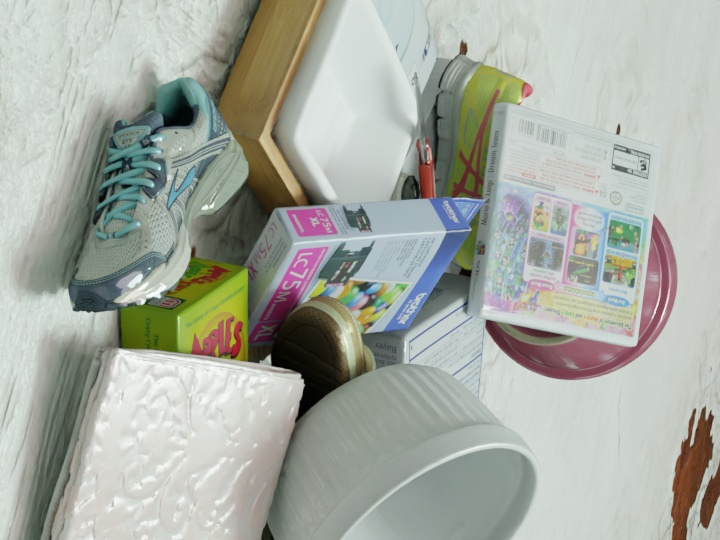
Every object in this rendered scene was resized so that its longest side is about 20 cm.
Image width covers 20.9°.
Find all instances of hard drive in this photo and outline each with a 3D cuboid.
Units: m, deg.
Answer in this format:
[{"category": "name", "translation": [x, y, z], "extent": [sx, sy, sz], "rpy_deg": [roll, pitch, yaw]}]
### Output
[{"category": "hard drive", "translation": [0.068, -0.075, 1.778], "extent": [0.201, 0.025, 0.133], "rpy_deg": [75, 34, -46]}]

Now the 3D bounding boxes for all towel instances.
[{"category": "towel", "translation": [-0.130, 0.154, 1.307], "extent": [0.190, 0.032, 0.202], "rpy_deg": [14, 94, -48]}]

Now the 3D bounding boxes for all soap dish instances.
[{"category": "soap dish", "translation": [-0.032, -0.114, 1.454], "extent": [0.200, 0.080, 0.159], "rpy_deg": [60, 45, -57]}]

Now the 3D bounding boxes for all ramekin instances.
[{"category": "ramekin", "translation": [0.022, 0.161, 1.419], "extent": [0.199, 0.105, 0.201], "rpy_deg": [-26, 145, -20]}]

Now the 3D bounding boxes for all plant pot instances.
[{"category": "plant pot", "translation": [0.193, 0.007, 1.862], "extent": [0.179, 0.198, 0.202], "rpy_deg": [4, 96, -73]}]

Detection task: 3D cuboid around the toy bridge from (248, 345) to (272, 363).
[{"category": "toy bridge", "translation": [-0.085, 0.136, 1.505], "extent": [0.067, 0.027, 0.202], "rpy_deg": [-44, 140, -52]}]

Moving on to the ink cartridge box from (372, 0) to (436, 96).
[{"category": "ink cartridge box", "translation": [0.038, -0.246, 1.603], "extent": [0.201, 0.047, 0.161], "rpy_deg": [-66, 153, -26]}]

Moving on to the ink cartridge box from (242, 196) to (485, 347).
[{"category": "ink cartridge box", "translation": [0.000, 0.000, 1.456], "extent": [0.199, 0.042, 0.120], "rpy_deg": [-8, 143, -38]}]

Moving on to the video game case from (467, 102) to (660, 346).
[{"category": "video game case", "translation": [0.181, -0.037, 1.706], "extent": [0.199, 0.024, 0.184], "rpy_deg": [11, 85, -39]}]

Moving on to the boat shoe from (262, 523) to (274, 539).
[{"category": "boat shoe", "translation": [-0.033, 0.230, 1.523], "extent": [0.199, 0.068, 0.075], "rpy_deg": [26, 67, -30]}]

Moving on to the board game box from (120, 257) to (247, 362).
[{"category": "board game box", "translation": [-0.122, 0.104, 1.378], "extent": [0.101, 0.047, 0.202], "rpy_deg": [-36, 132, -58]}]

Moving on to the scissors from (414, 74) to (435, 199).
[{"category": "scissors", "translation": [0.049, -0.098, 1.552], "extent": [0.074, 0.014, 0.201], "rpy_deg": [-86, 171, -45]}]

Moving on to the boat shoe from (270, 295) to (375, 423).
[{"category": "boat shoe", "translation": [-0.022, 0.076, 1.461], "extent": [0.076, 0.072, 0.201], "rpy_deg": [-39, 158, -30]}]

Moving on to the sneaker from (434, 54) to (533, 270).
[{"category": "sneaker", "translation": [0.114, -0.087, 1.730], "extent": [0.078, 0.089, 0.202], "rpy_deg": [-49, 144, -53]}]

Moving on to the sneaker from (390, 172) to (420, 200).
[{"category": "sneaker", "translation": [0.014, -0.039, 1.622], "extent": [0.200, 0.078, 0.075], "rpy_deg": [52, 32, -80]}]

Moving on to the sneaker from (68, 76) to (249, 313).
[{"category": "sneaker", "translation": [-0.144, -0.051, 1.253], "extent": [0.201, 0.077, 0.087], "rpy_deg": [-63, 141, -49]}]

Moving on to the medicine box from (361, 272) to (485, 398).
[{"category": "medicine box", "translation": [0.024, 0.117, 1.657], "extent": [0.182, 0.102, 0.202], "rpy_deg": [-29, 126, -61]}]
